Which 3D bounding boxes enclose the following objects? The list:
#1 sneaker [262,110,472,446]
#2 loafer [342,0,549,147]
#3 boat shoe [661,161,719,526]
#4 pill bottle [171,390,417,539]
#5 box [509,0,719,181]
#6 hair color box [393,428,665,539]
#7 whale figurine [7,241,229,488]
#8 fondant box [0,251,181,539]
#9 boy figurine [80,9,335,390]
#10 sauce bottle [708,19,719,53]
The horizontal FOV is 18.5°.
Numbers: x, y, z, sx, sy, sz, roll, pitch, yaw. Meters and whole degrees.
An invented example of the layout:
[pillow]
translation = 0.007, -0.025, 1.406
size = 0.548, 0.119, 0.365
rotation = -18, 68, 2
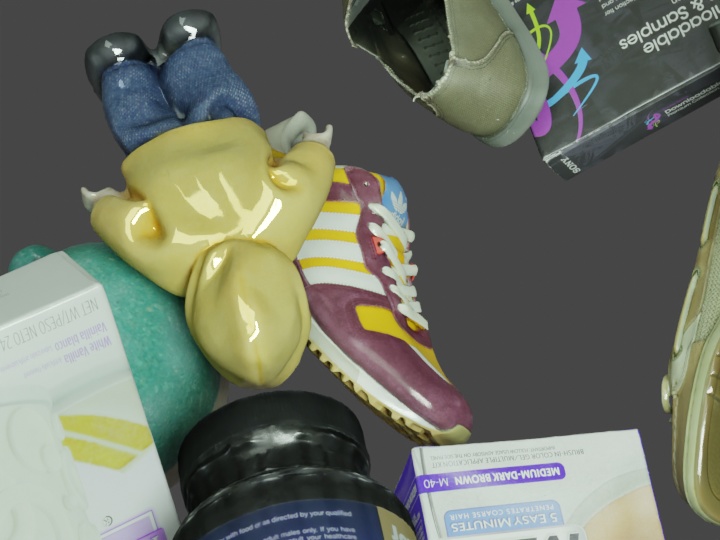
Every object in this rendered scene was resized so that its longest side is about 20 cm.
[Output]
[sneaker]
translation = 0.000, 0.000, 1.078
size = 0.090, 0.075, 0.200
rotation = -44, 63, -3
[loafer]
translation = 0.025, -0.147, 1.126
size = 0.075, 0.070, 0.200
rotation = -53, 49, 23
[boat shoe]
translation = 0.179, 0.025, 1.031
size = 0.073, 0.063, 0.201
rotation = 22, 69, -25
[pill bottle]
translation = -0.023, 0.155, 0.932
size = 0.112, 0.112, 0.200
rotation = -18, 52, 5
[box]
translation = 0.127, -0.162, 1.130
size = 0.143, 0.036, 0.200
rotation = -28, 59, 17
[hair color box]
translation = 0.085, 0.173, 0.959
size = 0.109, 0.065, 0.200
rotation = -4, 63, -13
[whale figurine]
translation = -0.166, 0.053, 1.078
size = 0.199, 0.104, 0.159
rotation = -9, 63, 13
[fondant box]
translation = -0.158, 0.112, 0.976
size = 0.144, 0.200, 0.058
rotation = -24, 26, -19
[boy figurine]
translation = -0.065, -0.034, 1.047
size = 0.124, 0.064, 0.200
rotation = -20, 58, -8
[sauce bottle]
translation = 0.217, -0.029, 0.992
size = 0.066, 0.066, 0.200
rotation = -29, 91, -1
